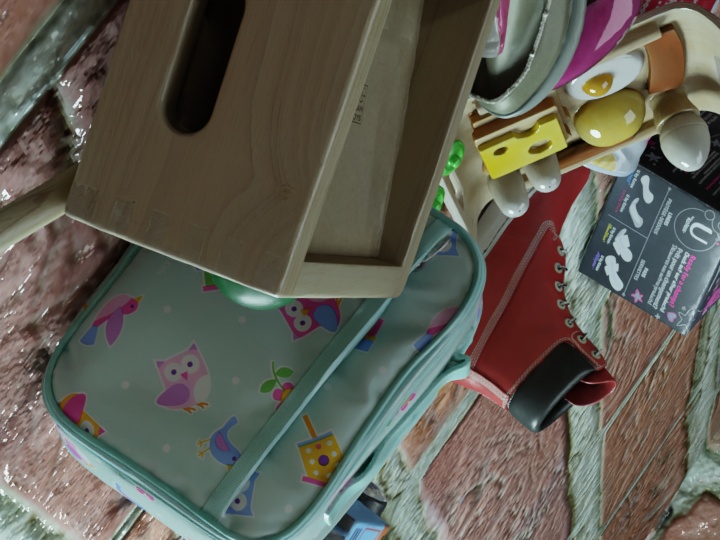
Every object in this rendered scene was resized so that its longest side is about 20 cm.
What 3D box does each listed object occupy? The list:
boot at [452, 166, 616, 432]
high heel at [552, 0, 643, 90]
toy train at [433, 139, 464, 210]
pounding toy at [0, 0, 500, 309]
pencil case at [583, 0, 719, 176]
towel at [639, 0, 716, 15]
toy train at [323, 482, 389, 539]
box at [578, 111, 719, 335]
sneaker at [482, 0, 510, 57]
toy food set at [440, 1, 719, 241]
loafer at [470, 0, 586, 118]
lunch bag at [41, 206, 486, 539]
[{"bbox_3d":[0.137,0.015,1.494,0.200,0.144,0.073,-52,160,-22],"label":"boot"},{"bbox_3d":[0.125,-0.198,1.197,0.096,0.067,0.201,17,101,-48],"label":"high heel"},{"bbox_3d":[0.000,0.000,1.211,0.056,0.042,0.201,-8,128,-54],"label":"toy train"},{"bbox_3d":[-0.055,-0.065,0.896,0.184,0.142,0.201,3,107,-71],"label":"pounding toy"},{"bbox_3d":[0.186,-0.162,1.429,0.201,0.083,0.091,-65,165,22],"label":"pencil case"},{"bbox_3d":[0.157,-0.185,1.304,0.199,0.022,0.145,3,121,-44],"label":"towel"},{"bbox_3d":[-0.053,0.224,1.434,0.201,0.087,0.114,-58,154,5],"label":"toy train"},{"bbox_3d":[0.295,-0.058,1.849,0.200,0.114,0.133,-37,153,-48],"label":"box"},{"bbox_3d":[0.028,-0.145,1.062,0.200,0.087,0.074,-85,-175,-80],"label":"sneaker"},{"bbox_3d":[0.144,-0.081,1.341,0.199,0.061,0.144,-24,155,5],"label":"toy food set"},{"bbox_3d":[0.085,-0.178,1.172,0.069,0.075,0.201,-8,122,-39],"label":"loafer"},{"bbox_3d":[-0.038,0.033,1.014,0.200,0.160,0.077,-52,162,-16],"label":"lunch bag"}]
